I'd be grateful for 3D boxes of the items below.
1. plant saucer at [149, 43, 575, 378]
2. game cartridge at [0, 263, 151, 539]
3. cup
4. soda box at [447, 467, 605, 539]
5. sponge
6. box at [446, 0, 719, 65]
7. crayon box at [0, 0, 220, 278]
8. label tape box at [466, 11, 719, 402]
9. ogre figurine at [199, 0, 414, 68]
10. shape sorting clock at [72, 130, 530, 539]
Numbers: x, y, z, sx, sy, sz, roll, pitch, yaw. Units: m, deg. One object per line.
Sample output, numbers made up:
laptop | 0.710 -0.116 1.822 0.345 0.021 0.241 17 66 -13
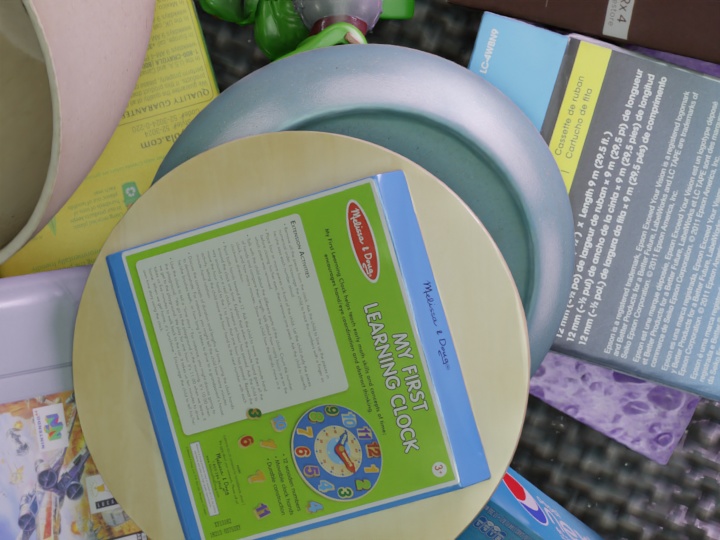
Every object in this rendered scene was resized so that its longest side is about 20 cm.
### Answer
plant saucer | 0.000 0.000 1.329 0.200 0.027 0.200 -2 108 -7
game cartridge | -0.143 0.103 1.299 0.041 0.133 0.200 -8 92 40
cup | -0.169 -0.113 1.297 0.200 0.143 0.201 16 122 27
soda box | 0.069 0.140 1.373 0.068 0.064 0.200 -42 132 10
sponge | 0.144 -0.020 1.442 0.111 0.030 0.200 28 91 -4
box | 0.148 -0.151 1.377 0.200 0.075 0.100 13 101 15
crayon box | -0.118 -0.036 1.416 0.127 0.051 0.200 -15 93 -2
label tape box | 0.131 -0.025 1.394 0.200 0.066 0.143 17 94 -1
ogre figurine | -0.024 -0.123 1.382 0.098 0.120 0.200 -13 93 -1
shape sorting clock | -0.026 0.040 1.283 0.200 0.039 0.200 1 93 15
